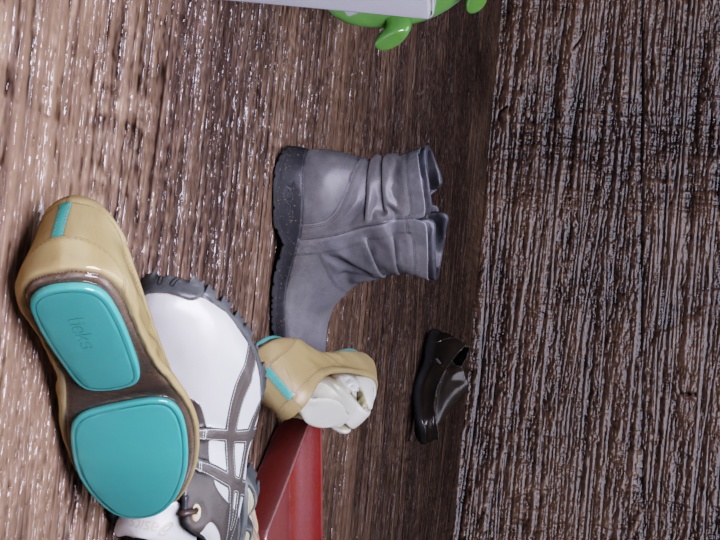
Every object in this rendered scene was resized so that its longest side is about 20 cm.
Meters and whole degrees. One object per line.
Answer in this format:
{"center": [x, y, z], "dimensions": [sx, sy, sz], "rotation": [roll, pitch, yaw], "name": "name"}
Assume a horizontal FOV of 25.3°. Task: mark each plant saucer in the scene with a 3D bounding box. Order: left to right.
{"center": [-0.066, 0.232, 1.266], "dimensions": [0.200, 0.036, 0.201], "rotation": [-68, 160, -61], "name": "plant saucer"}

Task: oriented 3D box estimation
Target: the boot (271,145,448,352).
{"center": [0.000, 0.000, 1.249], "dimensions": [0.070, 0.131, 0.201], "rotation": [-69, 161, -62], "name": "boot"}

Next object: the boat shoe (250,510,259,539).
{"center": [-0.086, 0.207, 1.015], "dimensions": [0.065, 0.071, 0.201], "rotation": [-60, 152, -68], "name": "boat shoe"}

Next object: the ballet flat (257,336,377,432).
{"center": [-0.027, 0.095, 1.198], "dimensions": [0.069, 0.063, 0.200], "rotation": [-48, 157, 11], "name": "ballet flat"}

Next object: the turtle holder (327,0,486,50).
{"center": [0.036, -0.278, 1.230], "dimensions": [0.186, 0.140, 0.132], "rotation": [-47, -143, 35], "name": "turtle holder"}

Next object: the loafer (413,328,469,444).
{"center": [0.116, 0.160, 2.256], "dimensions": [0.073, 0.071, 0.201], "rotation": [86, 13, -45], "name": "loafer"}

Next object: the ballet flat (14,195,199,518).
{"center": [-0.116, 0.043, 0.771], "dimensions": [0.201, 0.068, 0.063], "rotation": [86, -1, -49], "name": "ballet flat"}

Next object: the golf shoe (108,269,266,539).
{"center": [-0.097, 0.100, 0.877], "dimensions": [0.095, 0.077, 0.201], "rotation": [-61, 150, -55], "name": "golf shoe"}

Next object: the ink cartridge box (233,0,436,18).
{"center": [-0.013, -0.261, 0.991], "dimensions": [0.084, 0.145, 0.201], "rotation": [83, 16, -58], "name": "ink cartridge box"}
